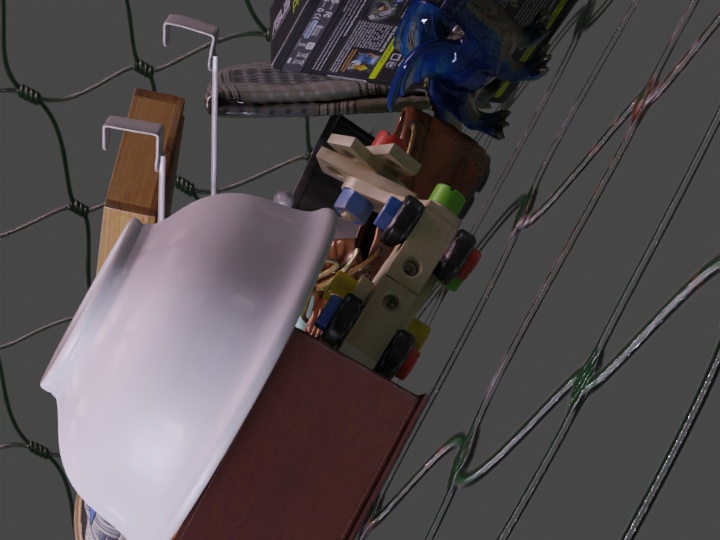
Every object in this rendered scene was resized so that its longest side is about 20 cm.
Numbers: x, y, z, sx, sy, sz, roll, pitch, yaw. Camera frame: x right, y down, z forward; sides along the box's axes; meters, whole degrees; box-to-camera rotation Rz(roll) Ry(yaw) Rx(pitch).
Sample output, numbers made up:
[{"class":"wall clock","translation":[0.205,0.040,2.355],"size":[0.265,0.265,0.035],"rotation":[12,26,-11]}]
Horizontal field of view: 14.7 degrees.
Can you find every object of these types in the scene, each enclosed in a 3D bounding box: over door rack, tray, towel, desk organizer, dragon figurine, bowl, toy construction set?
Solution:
[{"class":"over door rack","translation":[-0.090,-0.033,1.674],"size":[0.148,0.066,0.201],"rotation":[-69,-27,-58]},{"class":"tray","translation":[-0.145,-0.012,1.786],"size":[0.200,0.037,0.099],"rotation":[102,179,-51]},{"class":"towel","translation":[-0.007,-0.130,1.913],"size":[0.193,0.199,0.035],"rotation":[-96,5,-83]},{"class":"desk organizer","translation":[-0.050,0.132,1.357],"size":[0.201,0.077,0.072],"rotation":[-61,4,-8]},{"class":"dragon figurine","translation":[0.048,-0.123,1.641],"size":[0.200,0.099,0.059],"rotation":[127,155,-48]},{"class":"bowl","translation":[-0.097,0.037,1.379],"size":[0.202,0.090,0.201],"rotation":[-60,7,12]},{"class":"toy construction set","translation":[0.002,0.019,1.476],"size":[0.131,0.092,0.201],"rotation":[135,153,-76]}]

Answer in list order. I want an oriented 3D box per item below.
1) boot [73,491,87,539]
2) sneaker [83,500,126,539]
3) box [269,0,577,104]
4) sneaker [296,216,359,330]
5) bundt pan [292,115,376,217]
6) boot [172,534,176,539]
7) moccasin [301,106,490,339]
[{"class":"boot","translation":[-0.140,0.114,1.867],"size":[0.138,0.077,0.201],"rotation":[117,162,-60]},{"class":"sneaker","translation":[-0.134,0.128,1.685],"size":[0.077,0.085,0.200],"rotation":[-21,-26,-33]},{"class":"box","translation":[0.049,-0.178,1.663],"size":[0.200,0.159,0.045],"rotation":[124,148,-56]},{"class":"sneaker","translation":[-0.021,0.030,1.743],"size":[0.200,0.073,0.119],"rotation":[-26,-54,-73]},{"class":"bundt pan","translation":[-0.027,-0.004,1.914],"size":[0.202,0.075,0.203],"rotation":[-90,26,-88]},{"class":"boot","translation":[-0.088,0.194,1.552],"size":[0.156,0.076,0.200],"rotation":[-81,15,-44]},{"class":"moccasin","translation":[0.000,0.000,1.608],"size":[0.202,0.077,0.074],"rotation":[-61,11,-4]}]
